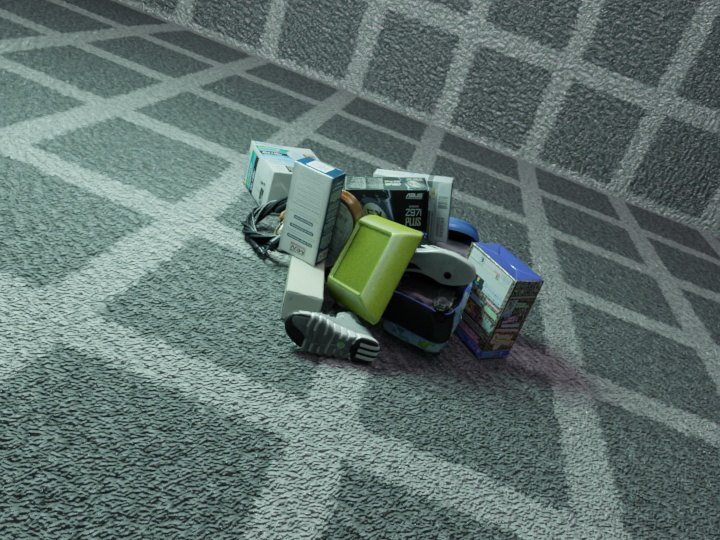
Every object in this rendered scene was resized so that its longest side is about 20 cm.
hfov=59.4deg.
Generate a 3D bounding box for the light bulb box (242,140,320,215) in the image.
[{"bbox_3d":[-0.201,-0.252,1.754,0.194,0.127,0.201,2,32,-33],"label":"light bulb box"}]

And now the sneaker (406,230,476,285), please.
[{"bbox_3d":[0.152,-0.038,1.318,0.195,0.075,0.112,14,33,13],"label":"sneaker"}]

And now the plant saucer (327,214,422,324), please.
[{"bbox_3d":[0.013,-0.017,1.281,0.047,0.204,0.199,29,-2,-34],"label":"plant saucer"}]

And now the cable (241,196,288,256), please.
[{"bbox_3d":[-0.202,-0.122,1.497,0.051,0.162,0.200,55,-5,-38],"label":"cable"}]

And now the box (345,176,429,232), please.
[{"bbox_3d":[0.059,-0.130,1.501,0.194,0.168,0.087,1,27,-1],"label":"box"}]

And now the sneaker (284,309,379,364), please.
[{"bbox_3d":[-0.061,0.112,1.238,0.196,0.076,0.116,24,19,-17],"label":"sneaker"}]

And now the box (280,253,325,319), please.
[{"bbox_3d":[-0.120,0.029,1.342,0.080,0.070,0.201,15,27,-8],"label":"box"}]

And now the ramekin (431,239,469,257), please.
[{"bbox_3d":[0.241,0.001,1.611,0.197,0.096,0.204,17,27,-8],"label":"ramekin"}]

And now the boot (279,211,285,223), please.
[{"bbox_3d":[-0.098,-0.102,1.611,0.195,0.075,0.156,-2,40,-28],"label":"boot"}]

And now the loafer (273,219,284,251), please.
[{"bbox_3d":[-0.146,-0.129,1.544,0.074,0.070,0.201,33,61,15],"label":"loafer"}]

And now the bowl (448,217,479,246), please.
[{"bbox_3d":[0.225,-0.094,1.714,0.195,0.040,0.201,8,-18,3],"label":"bowl"}]

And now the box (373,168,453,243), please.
[{"bbox_3d":[0.127,-0.160,1.567,0.194,0.160,0.041,7,26,12],"label":"box"}]

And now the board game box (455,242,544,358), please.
[{"bbox_3d":[0.291,0.066,1.418,0.095,0.204,0.160,1,31,-34],"label":"board game box"}]

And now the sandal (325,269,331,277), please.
[{"bbox_3d":[-0.024,-0.028,1.536,0.197,0.056,0.081,-6,36,-42],"label":"sandal"}]

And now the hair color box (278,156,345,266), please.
[{"bbox_3d":[-0.104,-0.125,1.338,0.098,0.204,0.060,26,28,20],"label":"hair color box"}]

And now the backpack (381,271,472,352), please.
[{"bbox_3d":[0.140,0.063,1.366,0.179,0.150,0.200,22,36,18],"label":"backpack"}]

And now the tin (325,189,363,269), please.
[{"bbox_3d":[-0.066,-0.089,1.404,0.111,0.202,0.042,39,41,11],"label":"tin"}]

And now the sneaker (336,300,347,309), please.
[{"bbox_3d":[0.000,0.000,1.429,0.197,0.081,0.129,-35,52,-21],"label":"sneaker"}]
